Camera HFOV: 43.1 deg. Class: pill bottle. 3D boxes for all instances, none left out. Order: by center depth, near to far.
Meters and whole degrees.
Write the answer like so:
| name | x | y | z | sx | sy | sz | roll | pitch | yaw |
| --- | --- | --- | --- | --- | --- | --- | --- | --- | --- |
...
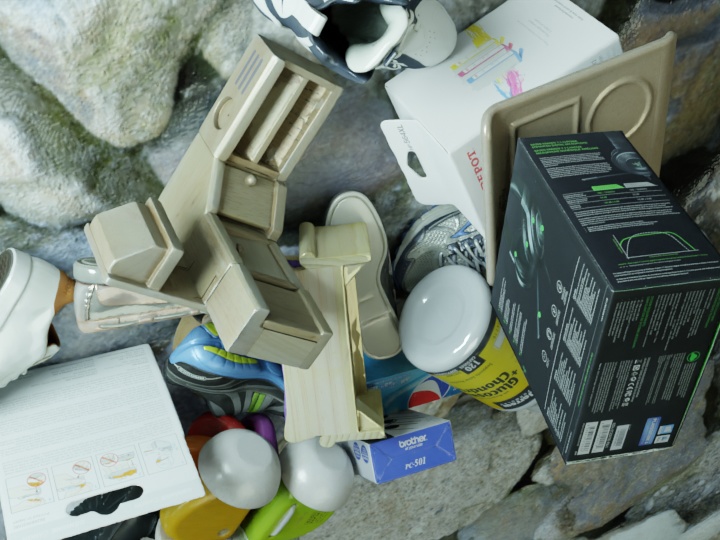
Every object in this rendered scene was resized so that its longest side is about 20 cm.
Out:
| name | x | y | z | sx | sy | sz | roll | pitch | yaw |
| --- | --- | --- | --- | --- | --- | --- | --- | --- | --- |
| pill bottle | 0.140 | 0.081 | 0.947 | 0.199 | 0.112 | 0.112 | 30 | 108 | -39 |

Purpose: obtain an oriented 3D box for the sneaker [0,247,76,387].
| name | x | y | z | sx | sy | sz | roll | pitch | yaw |
| --- | --- | --- | --- | --- | --- | --- | --- | --- | --- |
| sneaker | -0.311 | 0.080 | 0.785 | 0.084 | 0.073 | 0.200 | 26 | 109 | -40 |

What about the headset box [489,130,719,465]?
| name | x | y | z | sx | sy | sz | roll | pitch | yaw |
| --- | --- | --- | --- | --- | --- | --- | --- | --- | --- |
| headset box | 0.178 | 0.012 | 0.706 | 0.092 | 0.201 | 0.175 | -6 | 129 | -11 |

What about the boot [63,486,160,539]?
| name | x | y | z | sx | sy | sz | roll | pitch | yaw |
| --- | --- | --- | --- | --- | --- | --- | --- | --- | --- |
| boot | -0.231 | 0.285 | 1.013 | 0.162 | 0.073 | 0.199 | 28 | 105 | -43 |

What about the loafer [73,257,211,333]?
| name | x | y | z | sx | sy | sz | roll | pitch | yaw |
| --- | --- | --- | --- | --- | --- | --- | --- | --- | --- |
| loafer | -0.159 | 0.021 | 0.817 | 0.199 | 0.072 | 0.063 | 1 | 100 | -33 |

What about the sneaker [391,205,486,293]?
| name | x | y | z | sx | sy | sz | roll | pitch | yaw |
| --- | --- | --- | --- | --- | --- | --- | --- | --- | --- |
| sneaker | 0.123 | -0.034 | 0.943 | 0.199 | 0.085 | 0.077 | -35 | 136 | 1 |

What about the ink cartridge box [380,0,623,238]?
| name | x | y | z | sx | sy | sz | roll | pitch | yaw |
| --- | --- | --- | --- | --- | --- | --- | --- | --- | --- |
| ink cartridge box | 0.129 | -0.137 | 0.829 | 0.199 | 0.125 | 0.129 | -35 | 137 | -1 |

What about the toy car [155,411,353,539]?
| name | x | y | z | sx | sy | sz | roll | pitch | yaw |
| --- | --- | --- | --- | --- | --- | --- | --- | --- | --- |
| toy car | -0.118 | 0.215 | 0.939 | 0.199 | 0.150 | 0.176 | 12 | 125 | -35 |

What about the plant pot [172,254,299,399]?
| name | x | y | z | sx | sy | sz | roll | pitch | yaw |
| --- | --- | --- | --- | --- | --- | --- | --- | --- | --- |
| plant pot | -0.095 | 0.073 | 0.945 | 0.199 | 0.028 | 0.201 | -17 | 134 | -18 |

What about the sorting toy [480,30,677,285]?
| name | x | y | z | sx | sy | sz | roll | pitch | yaw |
| --- | --- | --- | --- | --- | --- | --- | --- | --- | --- |
| sorting toy | 0.183 | -0.095 | 0.786 | 0.199 | 0.037 | 0.186 | -26 | 137 | -15 |

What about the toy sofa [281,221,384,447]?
| name | x | y | z | sx | sy | sz | roll | pitch | yaw |
| --- | --- | --- | --- | --- | --- | --- | --- | --- | --- |
| toy sofa | -0.032 | 0.060 | 0.859 | 0.097 | 0.083 | 0.202 | -6 | 113 | 0 |

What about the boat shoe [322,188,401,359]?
| name | x | y | z | sx | sy | sz | roll | pitch | yaw |
| --- | --- | --- | --- | --- | --- | --- | --- | --- | --- |
| boat shoe | 0.000 | 0.000 | 0.922 | 0.066 | 0.057 | 0.201 | -16 | 123 | -2 |

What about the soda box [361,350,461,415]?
| name | x | y | z | sx | sy | sz | roll | pitch | yaw |
| --- | --- | --- | --- | --- | --- | --- | --- | --- | --- |
| soda box | 0.060 | 0.106 | 1.019 | 0.199 | 0.068 | 0.065 | -11 | 132 | -35 |

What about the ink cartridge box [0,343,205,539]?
| name | x | y | z | sx | sy | sz | roll | pitch | yaw |
| --- | --- | --- | --- | --- | --- | --- | --- | --- | --- |
| ink cartridge box | -0.238 | 0.158 | 0.805 | 0.161 | 0.200 | 0.050 | -12 | 133 | -22 |

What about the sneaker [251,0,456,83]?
| name | x | y | z | sx | sy | sz | roll | pitch | yaw |
| --- | --- | --- | --- | --- | --- | --- | --- | --- | --- |
| sneaker | 0.018 | -0.184 | 0.718 | 0.198 | 0.130 | 0.080 | 17 | 117 | -40 |

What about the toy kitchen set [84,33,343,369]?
| name | x | y | z | sx | sy | sz | roll | pitch | yaw |
| --- | --- | --- | --- | --- | --- | --- | --- | --- | --- |
| toy kitchen set | -0.095 | -0.065 | 0.700 | 0.162 | 0.200 | 0.181 | 18 | 116 | -41 |

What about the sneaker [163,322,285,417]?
| name | x | y | z | sx | sy | sz | roll | pitch | yaw |
| --- | --- | --- | --- | --- | --- | --- | --- | --- | --- |
| sneaker | -0.113 | 0.109 | 0.908 | 0.082 | 0.071 | 0.199 | -31 | 142 | 26 |

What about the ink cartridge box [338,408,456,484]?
| name | x | y | z | sx | sy | sz | roll | pitch | yaw |
| --- | --- | --- | --- | --- | --- | --- | --- | --- | --- |
| ink cartridge box | 0.016 | 0.181 | 0.993 | 0.093 | 0.200 | 0.045 | -11 | 93 | -22 |
